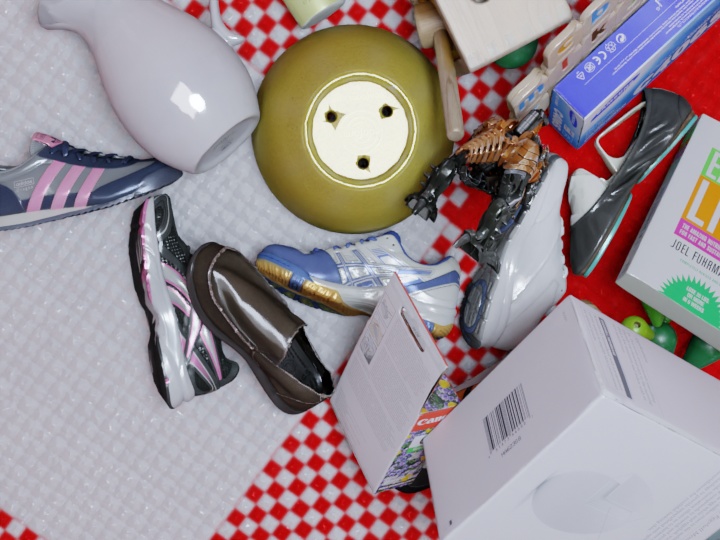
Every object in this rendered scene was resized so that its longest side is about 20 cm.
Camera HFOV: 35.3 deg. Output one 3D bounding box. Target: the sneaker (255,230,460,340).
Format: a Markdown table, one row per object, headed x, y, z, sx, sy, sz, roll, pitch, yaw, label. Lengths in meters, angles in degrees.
| x | y | z | sx | sy | sz | roll | pitch | yaw | label |
| --- | --- | --- | --- | --- | --- | --- | --- | --- | --- |
| 0.000 | 0.000 | 1.091 | 0.198 | 0.075 | 0.089 | 18 | 79 | -6 | sneaker |

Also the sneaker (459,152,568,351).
| x | y | z | sx | sy | sz | roll | pitch | yaw | label |
| --- | --- | --- | --- | --- | --- | --- | --- | --- | --- |
| 0.162 | -0.015 | 1.097 | 0.086 | 0.075 | 0.202 | 14 | 101 | -19 | sneaker |

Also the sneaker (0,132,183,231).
| x | y | z | sx | sy | sz | roll | pitch | yaw | label |
| --- | --- | --- | --- | --- | --- | --- | --- | --- | --- |
| -0.269 | -0.094 | 1.057 | 0.198 | 0.070 | 0.083 | -13 | 100 | -3 | sneaker |

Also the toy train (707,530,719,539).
| x | y | z | sx | sy | sz | roll | pitch | yaw | label |
| --- | --- | --- | --- | --- | --- | --- | --- | --- | --- |
| 0.282 | 0.249 | 1.104 | 0.199 | 0.114 | 0.086 | -22 | 98 | 0 | toy train |

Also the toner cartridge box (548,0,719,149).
| x | y | z | sx | sy | sz | roll | pitch | yaw | label |
| --- | --- | --- | --- | --- | --- | --- | --- | --- | --- |
| 0.261 | -0.204 | 1.045 | 0.200 | 0.095 | 0.043 | -42 | 77 | -2 | toner cartridge box |

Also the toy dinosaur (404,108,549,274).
| x | y | z | sx | sy | sz | roll | pitch | yaw | label |
| --- | --- | --- | --- | --- | --- | --- | --- | --- | --- |
| 0.107 | -0.088 | 0.965 | 0.136 | 0.200 | 0.102 | -53 | 53 | 9 | toy dinosaur |

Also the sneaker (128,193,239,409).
| x | y | z | sx | sy | sz | roll | pitch | yaw | label |
| --- | --- | --- | --- | --- | --- | --- | --- | --- | --- |
| -0.167 | 0.025 | 1.085 | 0.086 | 0.080 | 0.202 | -12 | 99 | -22 | sneaker |

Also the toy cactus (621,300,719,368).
| x | y | z | sx | sy | sz | roll | pitch | yaw | label |
| --- | --- | --- | --- | --- | --- | --- | --- | --- | --- |
| 0.288 | 0.082 | 1.108 | 0.198 | 0.102 | 0.166 | -19 | 116 | -3 | toy cactus |

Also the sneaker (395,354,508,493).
| x | y | z | sx | sy | sz | roll | pitch | yaw | label |
| --- | --- | --- | --- | --- | --- | --- | --- | --- | --- |
| 0.108 | 0.151 | 1.095 | 0.199 | 0.090 | 0.070 | -36 | 97 | 2 | sneaker |

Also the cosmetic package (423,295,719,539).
| x | y | z | sx | sy | sz | roll | pitch | yaw | label |
| --- | --- | --- | --- | --- | --- | --- | --- | --- | --- |
| 0.194 | 0.160 | 0.952 | 0.199 | 0.123 | 0.200 | 28 | 120 | -24 | cosmetic package |

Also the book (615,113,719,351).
| x | y | z | sx | sy | sz | roll | pitch | yaw | label |
| --- | --- | --- | --- | --- | --- | --- | --- | --- | --- |
| 0.334 | -0.035 | 1.062 | 0.133 | 0.048 | 0.201 | 31 | 64 | -2 | book |

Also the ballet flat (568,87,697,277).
| x | y | z | sx | sy | sz | roll | pitch | yaw | label |
| --- | --- | --- | --- | --- | --- | --- | --- | --- | --- |
| 0.243 | -0.090 | 1.090 | 0.068 | 0.068 | 0.201 | 35 | 84 | 3 | ballet flat |

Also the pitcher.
| x | y | z | sx | sy | sz | roll | pitch | yaw | label |
| --- | --- | --- | --- | --- | --- | --- | --- | --- | --- |
| -0.166 | -0.205 | 1.029 | 0.171 | 0.121 | 0.200 | -41 | 86 | -1 | pitcher |

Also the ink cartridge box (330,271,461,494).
| x | y | z | sx | sy | sz | roll | pitch | yaw | label |
| --- | --- | --- | --- | --- | --- | --- | --- | --- | --- |
| 0.039 | 0.101 | 1.025 | 0.050 | 0.109 | 0.201 | -8 | 143 | -29 | ink cartridge box |

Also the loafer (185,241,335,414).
| x | y | z | sx | sy | sz | roll | pitch | yaw | label |
| --- | --- | --- | --- | --- | --- | --- | --- | --- | --- |
| -0.084 | 0.050 | 1.060 | 0.200 | 0.071 | 0.073 | 53 | 49 | -26 | loafer |

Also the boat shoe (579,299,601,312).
| x | y | z | sx | sy | sz | roll | pitch | yaw | label |
| --- | --- | --- | --- | --- | --- | --- | --- | --- | --- |
| 0.209 | 0.123 | 1.034 | 0.073 | 0.063 | 0.201 | -26 | 128 | -17 | boat shoe |

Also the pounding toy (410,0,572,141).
| x | y | z | sx | sy | sz | roll | pitch | yaw | label |
| --- | --- | --- | --- | --- | --- | --- | --- | --- | --- |
| 0.089 | -0.236 | 0.999 | 0.141 | 0.184 | 0.201 | -27 | 98 | 1 | pounding toy |

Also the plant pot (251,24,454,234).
| x | y | z | sx | sy | sz | roll | pitch | yaw | label |
| --- | --- | --- | --- | --- | --- | --- | --- | --- | --- |
| -0.004 | -0.127 | 1.029 | 0.198 | 0.142 | 0.202 | 0 | 97 | -2 | plant pot |

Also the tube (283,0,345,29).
| x | y | z | sx | sy | sz | roll | pitch | yaw | label |
| --- | --- | --- | --- | --- | --- | --- | --- | --- | --- |
| -0.087 | -0.322 | 1.050 | 0.058 | 0.052 | 0.201 | -33 | 93 | -39 | tube |

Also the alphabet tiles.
| x | y | z | sx | sy | sz | roll | pitch | yaw | label |
| --- | --- | --- | --- | --- | --- | --- | --- | --- | --- |
| 0.208 | -0.206 | 1.009 | 0.200 | 0.196 | 0.015 | -43 | 77 | 3 | alphabet tiles |
